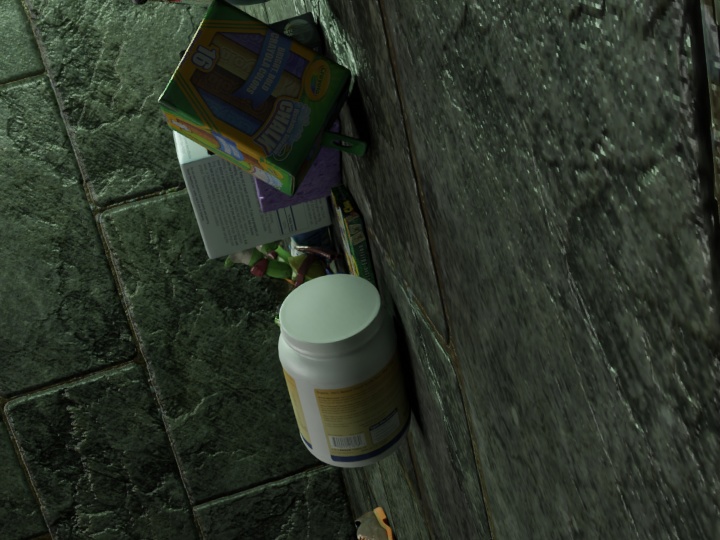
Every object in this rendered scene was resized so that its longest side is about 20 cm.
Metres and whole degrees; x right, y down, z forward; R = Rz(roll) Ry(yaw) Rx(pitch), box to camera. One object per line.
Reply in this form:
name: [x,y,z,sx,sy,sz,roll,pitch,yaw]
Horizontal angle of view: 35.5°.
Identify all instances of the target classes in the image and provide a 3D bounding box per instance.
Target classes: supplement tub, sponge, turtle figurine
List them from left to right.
turtle figurine: [-0.118,0.031,1.762,0.193,0.145,0.201,32,150,5]
sponge: [-0.080,-0.135,1.395,0.200,0.110,0.030,90,164,-69]
supplement tub: [-0.019,0.120,1.351,0.145,0.142,0.202,-114,10,-52]

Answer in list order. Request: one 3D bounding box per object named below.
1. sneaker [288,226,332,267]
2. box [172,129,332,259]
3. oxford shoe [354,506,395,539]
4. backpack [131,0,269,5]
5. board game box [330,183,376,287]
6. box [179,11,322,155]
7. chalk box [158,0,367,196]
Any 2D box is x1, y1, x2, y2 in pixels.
sneaker: [-0.074,-0.047,1.828,0.077,0.075,0.200,53,171,18]
box: [-0.158,-0.141,1.666,0.106,0.197,0.185,-111,8,-46]
oxford shoe: [0.034,0.566,2.346,0.200,0.072,0.072,-129,24,-74]
backpack: [-0.152,-0.343,1.134,0.127,0.197,0.170,-140,55,-75]
board game box: [0.000,0.000,1.441,0.105,0.023,0.202,-120,15,-59]
box: [-0.122,-0.216,1.336,0.200,0.159,0.050,89,164,-72]
chalk box: [-0.087,-0.161,1.147,0.198,0.125,0.124,29,172,0]
